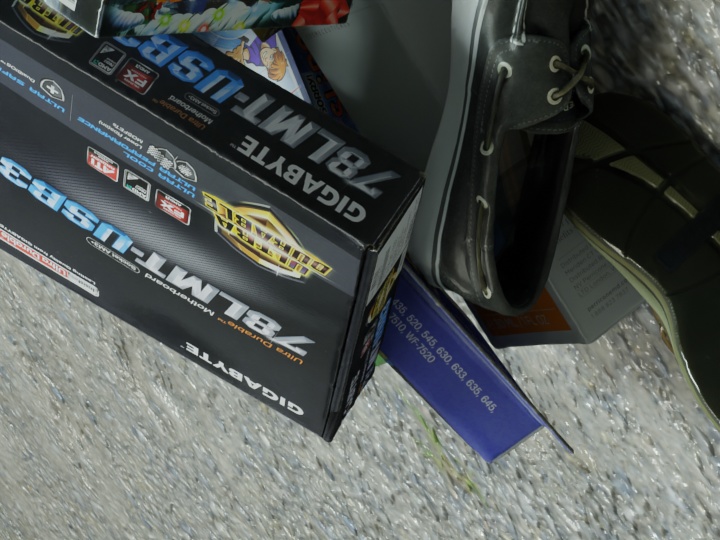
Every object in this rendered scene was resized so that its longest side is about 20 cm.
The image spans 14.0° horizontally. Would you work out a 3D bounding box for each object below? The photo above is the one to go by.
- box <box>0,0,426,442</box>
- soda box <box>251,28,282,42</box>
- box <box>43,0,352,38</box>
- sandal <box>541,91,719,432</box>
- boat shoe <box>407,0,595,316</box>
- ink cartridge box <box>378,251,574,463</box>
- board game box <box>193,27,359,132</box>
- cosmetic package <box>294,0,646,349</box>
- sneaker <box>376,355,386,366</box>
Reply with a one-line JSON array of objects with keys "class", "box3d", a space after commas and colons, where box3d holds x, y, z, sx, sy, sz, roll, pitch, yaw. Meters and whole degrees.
[{"class": "box", "box3d": [-0.076, -0.029, 1.266, 0.199, 0.050, 0.199, 31, 152, 8]}, {"class": "soda box", "box3d": [-0.028, -0.187, 1.353, 0.068, 0.064, 0.200, 50, 159, 11]}, {"class": "box", "box3d": [-0.041, -0.192, 1.156, 0.040, 0.137, 0.201, 35, 120, 38]}, {"class": "sandal", "box3d": [0.155, 0.005, 1.267, 0.201, 0.080, 0.057, 56, 178, 26]}, {"class": "boat shoe", "box3d": [0.072, -0.075, 1.241, 0.057, 0.068, 0.201, 34, 124, 37]}, {"class": "ink cartridge box", "box3d": [0.000, 0.000, 1.361, 0.198, 0.047, 0.200, 47, -176, -19]}, {"class": "board game box", "box3d": [-0.088, -0.086, 1.529, 0.200, 0.034, 0.136, -28, 83, 45]}, {"class": "cosmetic package", "box3d": [0.057, -0.065, 1.352, 0.200, 0.071, 0.101, 58, 159, -9]}, {"class": "sneaker", "box3d": [-0.015, -0.019, 1.570, 0.084, 0.074, 0.201, 36, 153, 47]}]
